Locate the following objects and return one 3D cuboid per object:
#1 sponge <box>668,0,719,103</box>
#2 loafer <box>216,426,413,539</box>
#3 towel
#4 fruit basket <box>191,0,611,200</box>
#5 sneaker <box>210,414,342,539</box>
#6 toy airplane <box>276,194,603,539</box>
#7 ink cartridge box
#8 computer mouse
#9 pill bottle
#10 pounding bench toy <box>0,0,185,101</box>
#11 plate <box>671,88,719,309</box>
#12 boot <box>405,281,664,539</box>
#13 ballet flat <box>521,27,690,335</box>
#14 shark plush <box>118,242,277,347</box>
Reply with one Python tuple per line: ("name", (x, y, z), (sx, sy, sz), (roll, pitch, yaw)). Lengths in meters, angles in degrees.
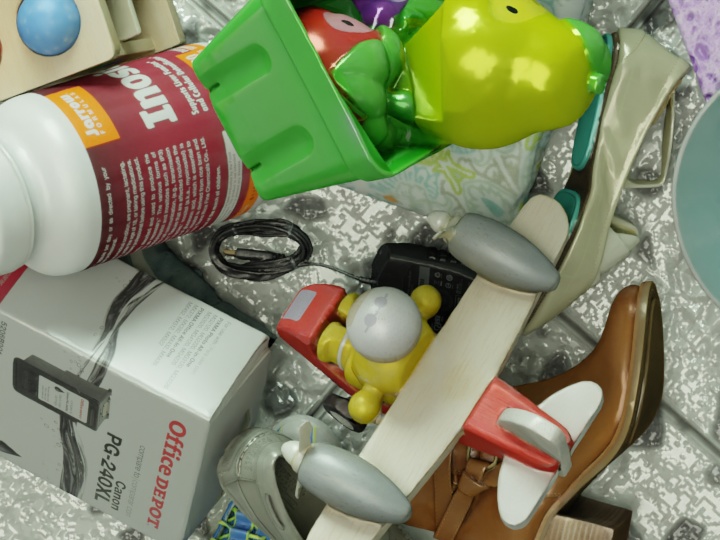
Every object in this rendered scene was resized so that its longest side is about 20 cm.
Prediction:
("sponge", (0.292, -0.153, 1.658), (0.199, 0.030, 0.112), (-18, 93, 16))
("loafer", (-0.007, 0.173, 1.724), (0.200, 0.070, 0.070), (41, 73, -24))
("towel", (0.045, -0.137, 1.715), (0.170, 0.048, 0.201), (20, 102, 12))
("fruit basket", (0.036, -0.128, 1.591), (0.215, 0.216, 0.156), (-27, 92, 16))
("sneaker", (-0.071, 0.191, 1.759), (0.075, 0.105, 0.201), (24, 103, 10))
("toy airplane", (0.042, 0.063, 1.632), (0.198, 0.141, 0.201), (-20, 52, 16))
("ink cartridge box", (-0.169, 0.068, 1.747), (0.199, 0.084, 0.146), (27, 139, 10))
("computer mouse", (0.000, 0.000, 1.752), (0.199, 0.034, 0.059), (14, 121, 12))
("pill bottle", (-0.159, -0.063, 1.689), (0.113, 0.199, 0.114), (29, 129, 43))
("pounding bench toy", (-0.218, -0.211, 1.716), (0.123, 0.156, 0.201), (-18, 92, 16))
("plate", (0.287, -0.045, 1.660), (0.199, 0.026, 0.202), (4, 113, 9))
("boot", (0.102, 0.089, 1.721), (0.154, 0.074, 0.201), (15, 96, 18))
("ballet flat", (0.151, -0.048, 1.695), (0.069, 0.069, 0.201), (21, 100, 11))
("shark plush", (-0.135, -0.020, 1.770), (0.200, 0.091, 0.083), (37, 74, 13))
